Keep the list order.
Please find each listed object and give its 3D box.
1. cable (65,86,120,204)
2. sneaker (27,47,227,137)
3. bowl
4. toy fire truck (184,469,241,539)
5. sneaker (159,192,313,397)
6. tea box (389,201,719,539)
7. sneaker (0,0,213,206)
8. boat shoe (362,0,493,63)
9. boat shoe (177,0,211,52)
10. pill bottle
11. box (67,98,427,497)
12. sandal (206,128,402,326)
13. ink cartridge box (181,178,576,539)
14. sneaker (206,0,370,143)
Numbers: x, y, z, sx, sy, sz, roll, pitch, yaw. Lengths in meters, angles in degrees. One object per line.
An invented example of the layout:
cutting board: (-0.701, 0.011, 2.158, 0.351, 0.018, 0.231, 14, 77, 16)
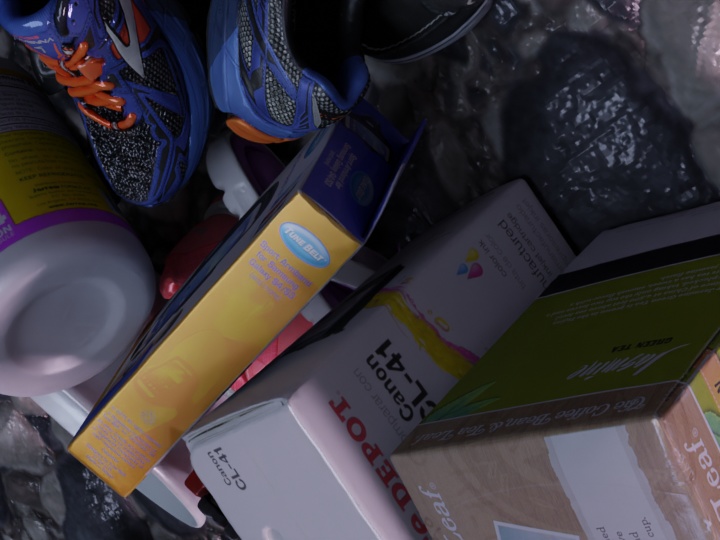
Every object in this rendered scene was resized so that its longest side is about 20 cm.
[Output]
cable: (-0.199, -0.119, 0.893, 0.162, 0.051, 0.201, -20, 105, 46)
sneaker: (-0.157, -0.136, 0.789, 0.197, 0.060, 0.106, 9, 104, -5)
bowl: (-0.140, 0.050, 0.907, 0.200, 0.091, 0.201, 38, 164, 12)
toy fire truck: (-0.019, 0.141, 0.835, 0.199, 0.049, 0.141, 35, 177, 43)
sneaker: (-0.041, 0.059, 0.858, 0.073, 0.087, 0.201, -28, 99, 48)
tea box: (0.148, 0.099, 0.647, 0.133, 0.197, 0.202, -14, 110, 44)
sneaker: (-0.126, -0.113, 0.700, 0.075, 0.079, 0.202, 8, 129, 34)
boat shoe: (0.043, -0.149, 0.664, 0.069, 0.057, 0.200, 49, 137, 1)
boat shoe: (-0.075, -0.192, 0.721, 0.072, 0.072, 0.202, 3, 120, 38)
pill bottle: (-0.189, -0.039, 0.803, 0.201, 0.103, 0.105, 52, 144, 34)
box: (-0.048, 0.002, 0.714, 0.041, 0.119, 0.200, 38, 117, -8)
sandal: (-0.002, 0.002, 0.803, 0.050, 0.082, 0.203, -42, 89, 21)
ink cartridge box: (0.040, 0.073, 0.716, 0.085, 0.200, 0.148, -28, 99, 45)
sneaker: (-0.025, -0.155, 0.678, 0.078, 0.075, 0.203, 11, 112, 52)
